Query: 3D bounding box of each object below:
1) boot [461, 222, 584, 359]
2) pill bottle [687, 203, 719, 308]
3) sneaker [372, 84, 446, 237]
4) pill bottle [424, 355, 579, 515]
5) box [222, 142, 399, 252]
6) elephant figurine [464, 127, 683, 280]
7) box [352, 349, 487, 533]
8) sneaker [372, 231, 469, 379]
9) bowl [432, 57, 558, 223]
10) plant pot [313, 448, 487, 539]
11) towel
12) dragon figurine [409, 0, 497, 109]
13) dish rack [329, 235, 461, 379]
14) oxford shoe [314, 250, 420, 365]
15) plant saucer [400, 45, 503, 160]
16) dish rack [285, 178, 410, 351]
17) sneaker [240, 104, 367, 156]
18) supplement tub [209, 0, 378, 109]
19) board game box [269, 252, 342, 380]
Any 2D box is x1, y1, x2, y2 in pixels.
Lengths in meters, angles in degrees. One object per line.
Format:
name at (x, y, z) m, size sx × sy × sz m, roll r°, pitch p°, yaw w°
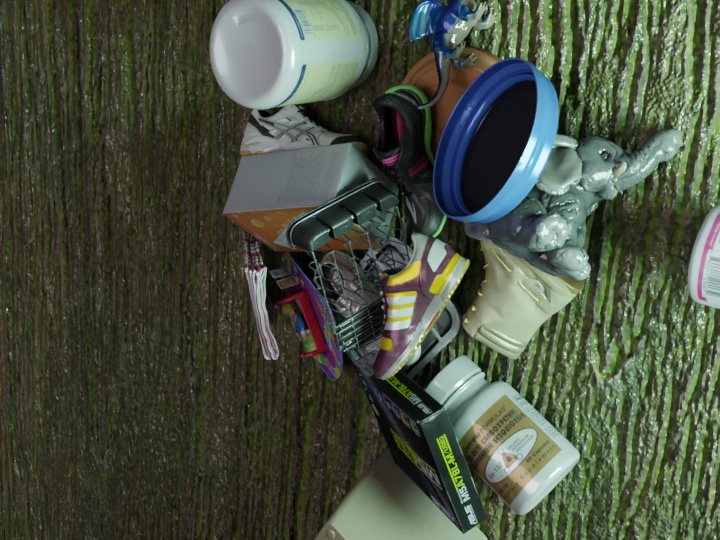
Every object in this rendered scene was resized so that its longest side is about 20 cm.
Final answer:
boot at (0.166, 0.005, 1.294) m, size 0.200 × 0.073 × 0.155 m, roll 41°, pitch 124°, yaw 8°
pill bottle at (0.458, 0.004, 1.049) m, size 0.200 × 0.113 × 0.113 m, roll 17°, pitch 112°, yaw 32°
sneaker at (0.057, -0.135, 1.289) m, size 0.077 × 0.084 × 0.200 m, roll -13°, pitch 93°, yaw 52°
pill bottle at (0.177, 0.210, 1.317) m, size 0.200 × 0.114 × 0.114 m, roll 44°, pitch 124°, yaw 20°
box at (-0.069, -0.097, 1.395) m, size 0.200 × 0.124 × 0.098 m, roll -1°, pitch 63°, yaw 38°
elephant figurine at (0.248, -0.099, 1.176) m, size 0.155 × 0.142 × 0.200 m, roll 28°, pitch 84°, yaw -11°
box at (0.077, 0.225, 1.346) m, size 0.200 × 0.047 × 0.193 m, roll 36°, pitch 150°, yaw 58°
sneaker at (0.055, 0.045, 1.286) m, size 0.090 × 0.075 × 0.200 m, roll 34°, pitch 108°, yaw 7°
bowl at (0.157, -0.148, 1.174) m, size 0.201 × 0.039 × 0.201 m, roll -44°, pitch 35°, yaw 43°
plant pot at (0.023, 0.411, 1.450) m, size 0.200 × 0.177 × 0.200 m, roll 44°, pitch 124°, yaw 20°
towel at (-0.143, 0.026, 1.477) m, size 0.030 × 0.200 × 0.147 m, roll -10°, pitch 113°, yaw -3°
dragon figurine at (0.101, -0.299, 1.248) m, size 0.099 × 0.059 × 0.200 m, roll 30°, pitch 101°, yaw 31°
dish rack at (0.048, 0.063, 1.421) m, size 0.172 × 0.044 × 0.200 m, roll 50°, pitch 126°, yaw 14°
oxford shoe at (0.004, 0.056, 1.390) m, size 0.200 × 0.058 × 0.075 m, roll 49°, pitch 125°, yaw 15°
plant saucer at (0.125, -0.188, 1.301) m, size 0.200 × 0.032 × 0.201 m, roll 11°, pitch 108°, yaw 35°
dish rack at (0.000, 0.000, 1.302) m, size 0.055 × 0.153 × 0.200 m, roll 31°, pitch 143°, yaw 50°
sneaker at (-0.082, -0.198, 1.429) m, size 0.200 × 0.076 × 0.088 m, roll 6°, pitch 83°, yaw 24°
supplement tub at (-0.082, -0.292, 1.321) m, size 0.145 × 0.200 × 0.145 m, roll 11°, pitch 109°, yaw 34°
board game box at (-0.090, 0.075, 1.472) m, size 0.200 × 0.039 × 0.158 m, roll 50°, pitch 152°, yaw 41°
